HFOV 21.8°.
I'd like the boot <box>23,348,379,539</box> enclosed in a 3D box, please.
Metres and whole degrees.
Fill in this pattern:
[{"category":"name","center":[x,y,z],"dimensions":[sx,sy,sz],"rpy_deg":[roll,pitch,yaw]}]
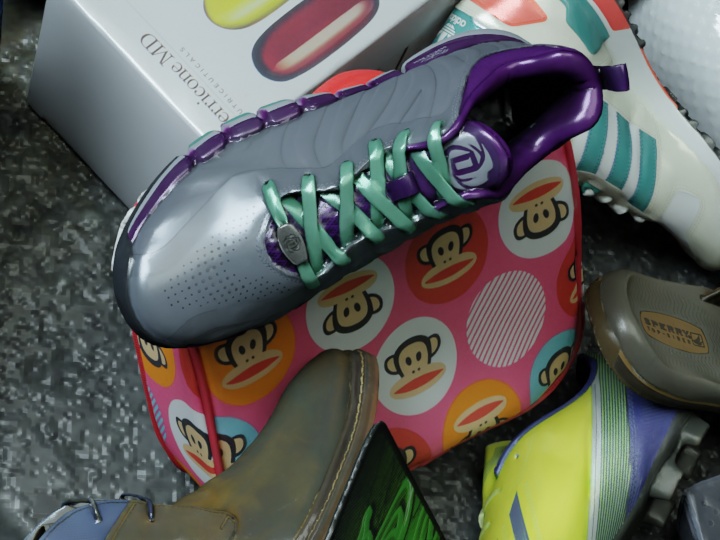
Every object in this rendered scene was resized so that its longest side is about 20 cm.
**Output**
[{"category":"boot","center":[-0.071,0.096,0.694],"dimensions":[0.097,0.075,0.201],"rpy_deg":[34,68,-13]}]

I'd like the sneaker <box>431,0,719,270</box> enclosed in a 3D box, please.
[{"category":"sneaker","center":[0.107,-0.063,0.892],"dimensions":[0.093,0.070,0.200],"rpy_deg":[-38,117,-1]}]

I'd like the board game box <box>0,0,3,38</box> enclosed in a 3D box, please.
[{"category":"board game box","center":[-0.198,-0.065,0.741],"dimensions":[0.061,0.200,0.201],"rpy_deg":[23,61,-6]}]

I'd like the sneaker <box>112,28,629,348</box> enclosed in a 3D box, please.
[{"category":"sneaker","center":[0.003,-0.036,0.682],"dimensions":[0.200,0.087,0.075],"rpy_deg":[-33,106,-21]}]

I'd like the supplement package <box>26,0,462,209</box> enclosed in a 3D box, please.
[{"category":"supplement package","center":[-0.040,-0.118,0.865],"dimensions":[0.114,0.110,0.200],"rpy_deg":[45,62,7]}]

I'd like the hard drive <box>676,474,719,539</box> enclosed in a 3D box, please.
[{"category":"hard drive","center":[0.248,0.148,0.869],"dimensions":[0.199,0.042,0.136],"rpy_deg":[-7,68,-21]}]

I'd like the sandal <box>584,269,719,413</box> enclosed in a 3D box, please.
[{"category":"sandal","center":[0.184,0.029,0.861],"dimensions":[0.199,0.055,0.082],"rpy_deg":[16,44,-38]}]

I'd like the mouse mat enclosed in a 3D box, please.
[{"category":"mouse mat","center":[-0.009,0.175,0.714],"dimensions":[0.007,0.161,0.201],"rpy_deg":[11,64,21]}]

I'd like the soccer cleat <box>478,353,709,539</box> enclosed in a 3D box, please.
[{"category":"soccer cleat","center":[0.078,0.120,0.827],"dimensions":[0.083,0.065,0.200],"rpy_deg":[29,61,19]}]

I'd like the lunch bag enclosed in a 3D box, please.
[{"category":"lunch bag","center":[0.000,0.000,0.786],"dimensions":[0.199,0.177,0.082],"rpy_deg":[-24,36,-23]}]

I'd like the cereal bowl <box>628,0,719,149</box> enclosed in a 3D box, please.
[{"category":"cereal bowl","center":[0.246,-0.138,0.979],"dimensions":[0.199,0.083,0.201],"rpy_deg":[7,65,-15]}]
